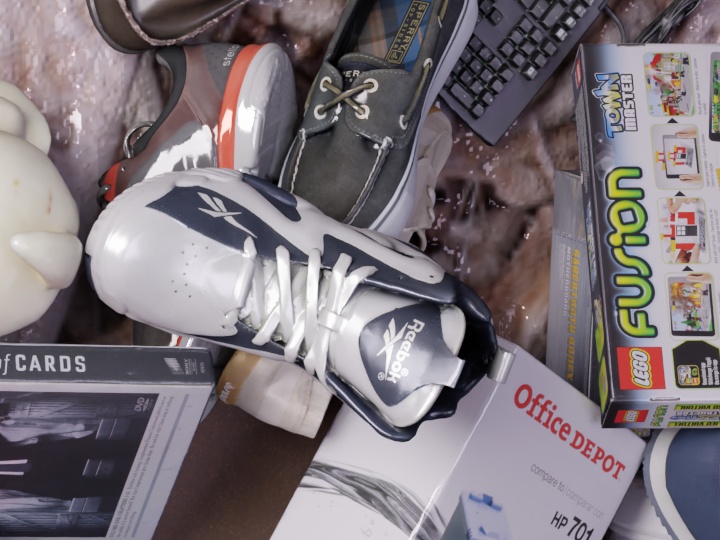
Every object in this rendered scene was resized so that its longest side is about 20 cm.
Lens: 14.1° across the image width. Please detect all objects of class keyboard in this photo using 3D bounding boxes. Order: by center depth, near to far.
[{"bbox_3d":[0.122,-0.147,1.521,0.127,0.021,0.200,43,80,-27],"label":"keyboard"}]

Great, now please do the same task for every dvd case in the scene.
[{"bbox_3d":[-0.179,0.080,1.331,0.199,0.151,0.025,1,56,-17],"label":"dvd case"}]

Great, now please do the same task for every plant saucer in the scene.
[{"bbox_3d":[-0.050,0.118,1.476,0.199,0.034,0.201,-5,102,-27],"label":"plant saucer"}]

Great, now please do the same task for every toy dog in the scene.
[{"bbox_3d":[-0.235,-0.032,1.265,0.199,0.194,0.140,21,99,-38],"label":"toy dog"}]

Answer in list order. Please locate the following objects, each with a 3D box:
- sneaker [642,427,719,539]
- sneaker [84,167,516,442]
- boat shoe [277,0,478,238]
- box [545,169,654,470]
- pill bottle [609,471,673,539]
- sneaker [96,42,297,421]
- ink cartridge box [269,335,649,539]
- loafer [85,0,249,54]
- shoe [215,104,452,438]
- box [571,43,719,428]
[{"bbox_3d":[0.227,0.153,1.484,0.200,0.082,0.070,47,57,-24],"label":"sneaker"},{"bbox_3d":[-0.015,0.018,1.282,0.199,0.129,0.080,22,94,-39],"label":"sneaker"},{"bbox_3d":[0.002,-0.085,1.411,0.057,0.068,0.201,67,37,-50],"label":"boat shoe"},{"bbox_3d":[0.197,0.023,1.577,0.199,0.048,0.159,-2,101,-27],"label":"box"},{"bbox_3d":[0.157,0.213,1.558,0.112,0.112,0.201,8,94,-28],"label":"pill bottle"},{"bbox_3d":[-0.090,-0.017,1.408,0.077,0.081,0.201,45,58,-72],"label":"sneaker"},{"bbox_3d":[0.037,0.135,1.440,0.146,0.086,0.201,35,82,-49],"label":"ink cartridge box"},{"bbox_3d":[-0.046,-0.175,1.397,0.200,0.071,0.073,-40,115,-16],"label":"loafer"},{"bbox_3d":[0.000,0.000,1.433,0.053,0.070,0.200,29,60,9],"label":"shoe"},{"bbox_3d":[0.168,-0.020,1.459,0.109,0.035,0.201,0,64,-4],"label":"box"}]
